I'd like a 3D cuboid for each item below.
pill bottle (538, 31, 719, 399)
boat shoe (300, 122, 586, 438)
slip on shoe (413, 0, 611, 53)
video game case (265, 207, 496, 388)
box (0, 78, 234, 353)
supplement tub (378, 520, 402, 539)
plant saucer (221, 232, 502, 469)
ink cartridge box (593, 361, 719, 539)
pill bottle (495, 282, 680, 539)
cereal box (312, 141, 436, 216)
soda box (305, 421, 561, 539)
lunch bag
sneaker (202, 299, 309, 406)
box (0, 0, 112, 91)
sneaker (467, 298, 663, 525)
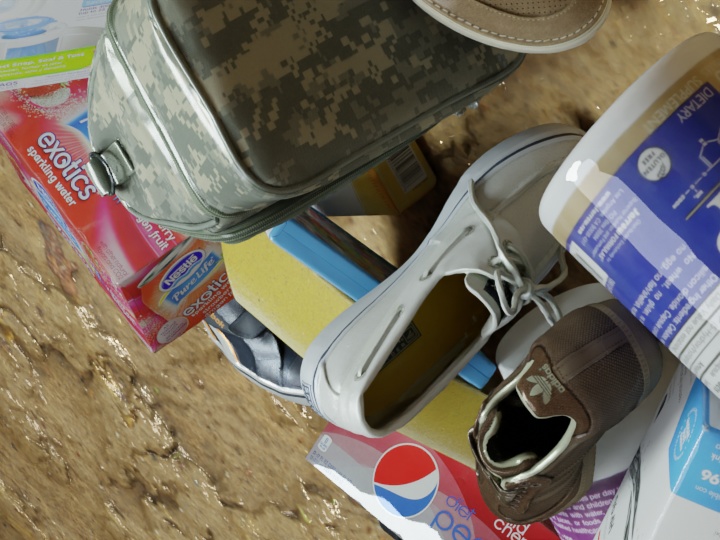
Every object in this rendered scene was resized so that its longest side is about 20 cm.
[{"bbox_3d":[0.188,0.001,0.973,0.200,0.120,0.120,44,154,11],"label":"pill bottle"},{"bbox_3d":[0.061,0.008,1.088,0.075,0.202,0.086,55,166,-28],"label":"boat shoe"},{"bbox_3d":[0.033,-0.174,1.011,0.200,0.076,0.061,40,171,0],"label":"slip on shoe"},{"bbox_3d":[0.000,0.000,1.232,0.143,0.018,0.200,35,-176,-12],"label":"video game case"},{"bbox_3d":[-0.158,-0.059,1.428,0.200,0.099,0.096,50,168,30],"label":"box"},{"bbox_3d":[0.104,0.194,1.385,0.200,0.107,0.107,35,151,28],"label":"supplement tub"},{"bbox_3d":[0.017,0.051,1.269,0.200,0.049,0.200,39,-174,39],"label":"plant saucer"},{"bbox_3d":[0.159,0.138,1.070,0.067,0.116,0.201,20,118,-1],"label":"ink cartridge box"},{"bbox_3d":[0.153,0.111,1.186,0.112,0.112,0.201,5,130,56],"label":"pill bottle"},{"bbox_3d":[-0.050,-0.100,1.323,0.200,0.039,0.144,-1,125,59],"label":"cereal box"},{"bbox_3d":[0.064,0.148,1.314,0.200,0.064,0.070,37,-173,28],"label":"soda box"},{"bbox_3d":[-0.036,-0.107,1.110,0.140,0.199,0.168,61,152,-4],"label":"lunch bag"},{"bbox_3d":[-0.079,0.012,1.474,0.200,0.078,0.080,39,158,28],"label":"sneaker"},{"bbox_3d":[-0.188,-0.200,1.300,0.200,0.112,0.102,125,131,-63],"label":"box"},{"bbox_3d":[0.079,0.079,1.071,0.071,0.075,0.200,55,152,19],"label":"sneaker"}]
